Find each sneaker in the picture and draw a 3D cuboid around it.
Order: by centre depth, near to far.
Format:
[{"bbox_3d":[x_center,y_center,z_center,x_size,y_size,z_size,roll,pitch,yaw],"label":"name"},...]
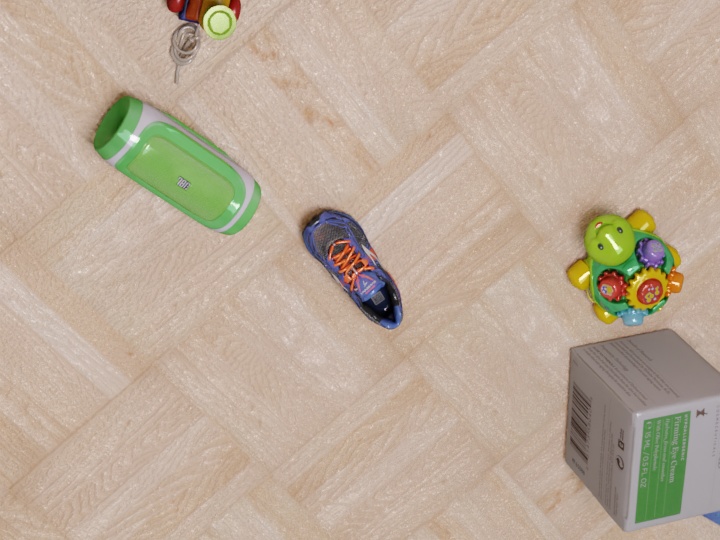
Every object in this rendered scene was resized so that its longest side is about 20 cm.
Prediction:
[{"bbox_3d":[0.000,0.000,1.802,0.075,0.079,0.200,-41,122,3],"label":"sneaker"}]

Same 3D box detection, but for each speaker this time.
[{"bbox_3d":[-0.214,-0.122,1.662,0.199,0.089,0.089,34,101,-30],"label":"speaker"}]

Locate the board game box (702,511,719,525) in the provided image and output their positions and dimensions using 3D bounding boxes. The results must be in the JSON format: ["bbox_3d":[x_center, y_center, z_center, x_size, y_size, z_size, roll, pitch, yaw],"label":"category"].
[{"bbox_3d":[0.641,0.330,2.215,0.199,0.043,0.200,29,104,-29],"label":"board game box"}]

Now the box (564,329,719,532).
[{"bbox_3d":[0.408,0.223,1.987,0.169,0.200,0.201,-9,117,-17],"label":"box"}]

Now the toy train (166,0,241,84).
[{"bbox_3d":[-0.169,-0.285,1.577,0.084,0.116,0.202,9,112,-22],"label":"toy train"}]

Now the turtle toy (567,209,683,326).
[{"bbox_3d":[0.363,-0.005,1.914,0.145,0.101,0.200,-41,121,4],"label":"turtle toy"}]
